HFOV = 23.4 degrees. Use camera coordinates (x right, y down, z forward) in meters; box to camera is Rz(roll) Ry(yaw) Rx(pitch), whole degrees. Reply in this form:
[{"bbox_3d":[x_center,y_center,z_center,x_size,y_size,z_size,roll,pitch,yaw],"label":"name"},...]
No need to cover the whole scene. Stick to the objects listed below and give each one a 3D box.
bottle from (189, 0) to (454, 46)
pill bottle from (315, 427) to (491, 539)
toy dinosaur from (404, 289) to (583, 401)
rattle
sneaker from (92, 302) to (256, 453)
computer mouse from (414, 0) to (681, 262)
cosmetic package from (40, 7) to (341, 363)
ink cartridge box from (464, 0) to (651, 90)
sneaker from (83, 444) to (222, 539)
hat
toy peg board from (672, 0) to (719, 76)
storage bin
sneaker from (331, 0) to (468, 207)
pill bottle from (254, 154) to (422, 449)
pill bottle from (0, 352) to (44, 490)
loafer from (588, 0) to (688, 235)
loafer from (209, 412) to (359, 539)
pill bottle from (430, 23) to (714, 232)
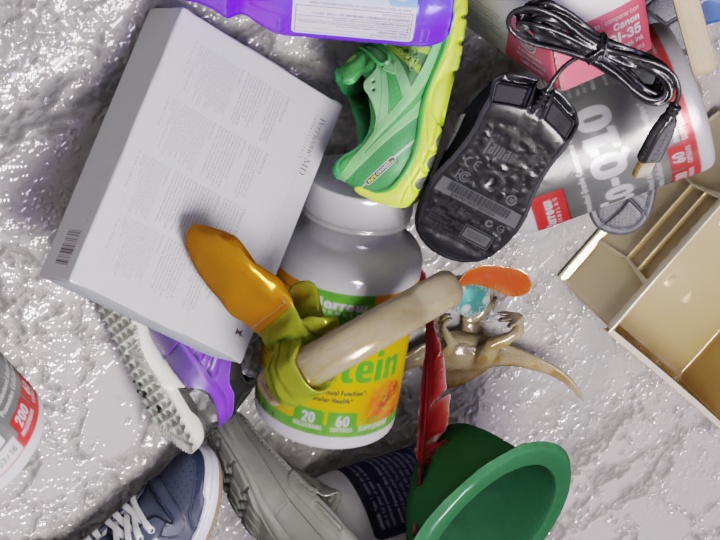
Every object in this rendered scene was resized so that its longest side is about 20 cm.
[{"bbox_3d":[-0.037,-0.197,1.154,0.199,0.084,0.065,5,155,-2],"label":"bottle"},{"bbox_3d":[0.023,0.207,1.423,0.199,0.111,0.112,-15,123,-19],"label":"pill bottle"},{"bbox_3d":[0.096,0.062,1.425,0.199,0.058,0.101,0,132,-19],"label":"toy dinosaur"},{"bbox_3d":[0.000,0.000,1.199,0.200,0.143,0.130,-31,163,-13],"label":"rattle"},{"bbox_3d":[-0.132,0.028,1.275,0.099,0.069,0.201,-34,124,-24],"label":"sneaker"},{"bbox_3d":[0.129,-0.084,1.187,0.140,0.046,0.201,21,118,-9],"label":"computer mouse"},{"bbox_3d":[-0.113,-0.057,1.196,0.150,0.052,0.201,28,78,-34],"label":"cosmetic package"},{"bbox_3d":[0.117,-0.246,1.190,0.083,0.147,0.201,-25,126,-14],"label":"ink cartridge box"},{"bbox_3d":[-0.192,0.212,1.342,0.108,0.070,0.200,20,109,-36],"label":"sneaker"},{"bbox_3d":[0.053,0.145,1.363,0.200,0.176,0.166,-45,146,-4],"label":"hat"},{"bbox_3d":[0.238,-0.277,1.188,0.097,0.200,0.200,-16,127,12],"label":"toy peg board"},{"bbox_3d":[0.305,0.003,1.463,0.199,0.094,0.200,-49,127,6],"label":"storage bin"},{"bbox_3d":[0.026,-0.146,1.214,0.083,0.074,0.201,13,78,-3],"label":"sneaker"},{"bbox_3d":[-0.014,0.021,1.298,0.111,0.111,0.201,-4,119,-25],"label":"pill bottle"},{"bbox_3d":[-0.312,0.062,1.167,0.114,0.114,0.200,-37,128,-3],"label":"pill bottle"},{"bbox_3d":[0.217,-0.130,1.374,0.072,0.063,0.201,12,109,1],"label":"loafer"},{"bbox_3d":[-0.047,0.186,1.335,0.070,0.200,0.070,-26,157,-25],"label":"loafer"},{"bbox_3d":[0.147,-0.096,1.280,0.199,0.114,0.114,-20,126,5],"label":"pill bottle"}]
